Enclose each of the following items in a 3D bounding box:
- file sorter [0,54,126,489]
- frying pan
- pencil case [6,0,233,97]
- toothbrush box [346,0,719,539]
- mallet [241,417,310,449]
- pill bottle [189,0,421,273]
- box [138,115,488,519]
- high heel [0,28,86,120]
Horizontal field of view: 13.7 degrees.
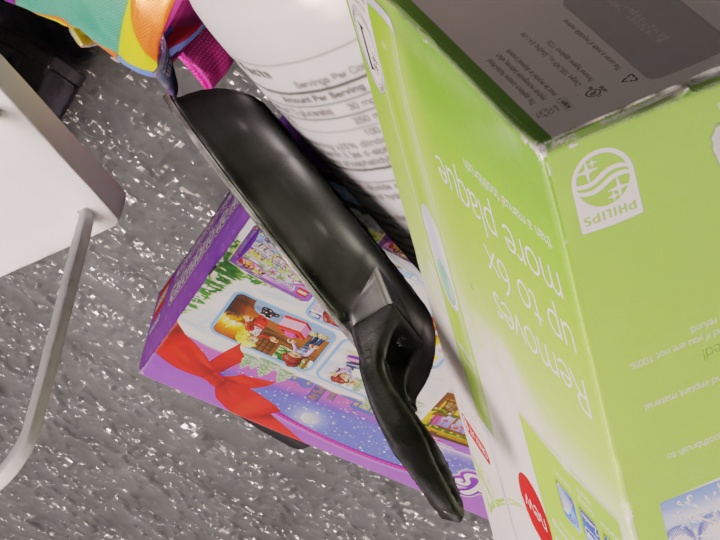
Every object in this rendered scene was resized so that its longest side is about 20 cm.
[{"bbox_3d":[-0.189,-0.023,0.845,0.138,0.125,0.200,-23,125,27],"label":"file sorter"},{"bbox_3d":[-0.011,-0.003,0.812,0.115,0.031,0.190,51,180,-11],"label":"frying pan"},{"bbox_3d":[-0.122,-0.125,0.885,0.199,0.089,0.089,26,147,3],"label":"pencil case"},{"bbox_3d":[0.074,0.016,0.735,0.146,0.086,0.201,-128,18,-59],"label":"toothbrush box"},{"bbox_3d":[0.000,0.000,1.021,0.066,0.041,0.200,30,143,-13],"label":"mallet"},{"bbox_3d":[0.022,-0.079,0.823,0.113,0.114,0.200,-10,133,42],"label":"pill bottle"},{"bbox_3d":[0.043,0.024,0.978,0.199,0.039,0.137,23,141,-13],"label":"box"},{"bbox_3d":[-0.181,-0.032,0.941,0.071,0.143,0.200,30,-178,39],"label":"high heel"}]
